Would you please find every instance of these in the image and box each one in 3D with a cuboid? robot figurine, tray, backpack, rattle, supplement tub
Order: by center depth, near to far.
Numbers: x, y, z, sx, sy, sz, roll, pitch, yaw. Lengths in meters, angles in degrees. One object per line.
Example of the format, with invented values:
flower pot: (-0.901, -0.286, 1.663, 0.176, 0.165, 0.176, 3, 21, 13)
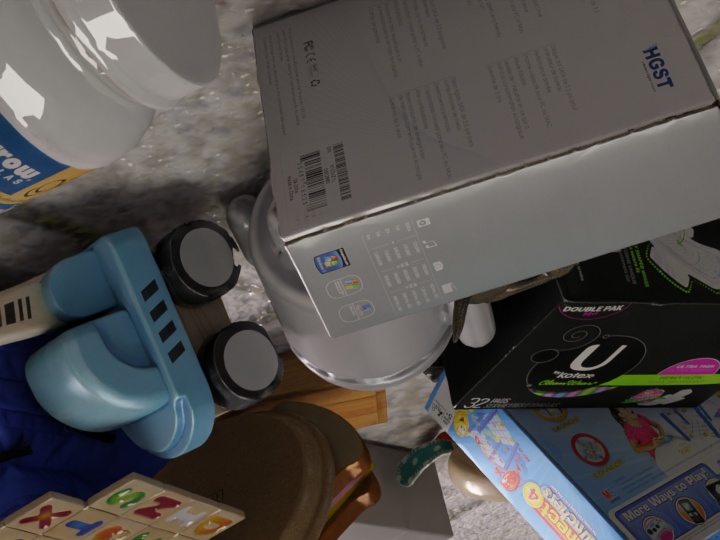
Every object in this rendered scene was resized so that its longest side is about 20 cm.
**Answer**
supplement tub: (-0.171, -0.091, 0.582, 0.199, 0.146, 0.145, -22, 151, 17)
robot figurine: (0.000, 0.000, 0.859, 0.169, 0.113, 0.200, 23, 159, 18)
backpack: (-0.228, 0.101, 0.890, 0.162, 0.168, 0.200, -40, 142, 21)
tray: (-0.080, 0.104, 1.099, 0.198, 0.037, 0.099, -11, 152, -3)
rattle: (0.101, 0.113, 1.193, 0.130, 0.144, 0.199, -36, -155, -26)

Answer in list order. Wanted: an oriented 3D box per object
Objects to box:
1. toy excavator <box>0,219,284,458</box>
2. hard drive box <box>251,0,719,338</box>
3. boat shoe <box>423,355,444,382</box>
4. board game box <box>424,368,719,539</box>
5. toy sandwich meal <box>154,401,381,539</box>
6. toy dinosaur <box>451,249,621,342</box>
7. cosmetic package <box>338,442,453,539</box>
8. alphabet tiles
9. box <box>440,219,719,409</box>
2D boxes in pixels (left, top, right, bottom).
toy excavator: (-0.169, 0.028, 0.814, 0.199, 0.196, 0.100, -23, 177, -40)
hard drive box: (0.058, -0.074, 0.693, 0.199, 0.157, 0.077, -17, 137, 8)
boat shoe: (0.064, 0.054, 1.039, 0.070, 0.067, 0.200, -22, 151, 15)
board game box: (0.180, 0.115, 0.998, 0.199, 0.196, 0.056, -17, 143, -41)
toy sandwich meal: (-0.082, 0.179, 1.010, 0.204, 0.206, 0.070, -25, 127, 21)
toy dinosaur: (0.085, -0.021, 0.754, 0.077, 0.201, 0.102, 41, 142, -23)
cosmetic package: (-0.024, 0.204, 1.258, 0.107, 0.091, 0.199, -31, 150, 30)
alphabet tiles: (-0.167, 0.175, 0.872, 0.166, 0.006, 0.200, -32, 152, 11)
box: (0.162, 0.005, 0.932, 0.199, 0.125, 0.149, 3, 149, -26)
